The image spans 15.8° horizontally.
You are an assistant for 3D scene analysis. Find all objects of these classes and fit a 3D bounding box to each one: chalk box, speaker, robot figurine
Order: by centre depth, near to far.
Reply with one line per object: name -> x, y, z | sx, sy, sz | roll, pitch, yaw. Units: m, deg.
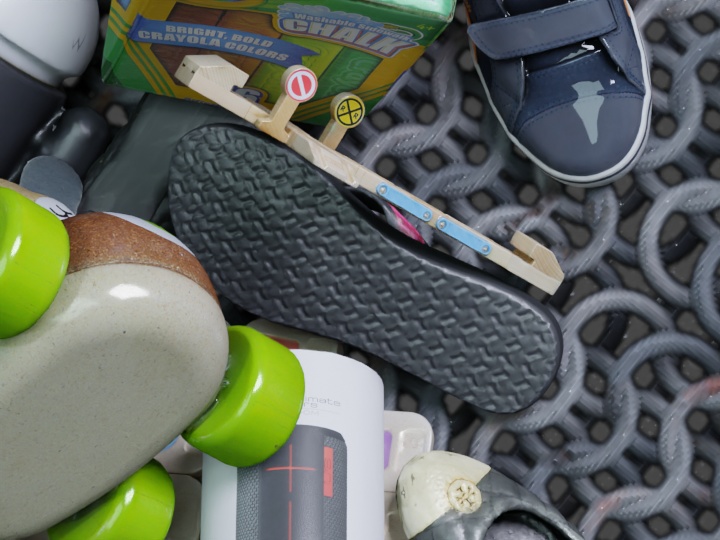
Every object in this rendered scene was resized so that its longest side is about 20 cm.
speaker -> -0.029, 0.137, 1.086 | 0.081, 0.081, 0.201 | -8, 61, 15
chalk box -> -0.026, -0.154, 1.094 | 0.124, 0.200, 0.125 | 11, 73, -12
robot figurine -> -0.209, -0.084, 1.209 | 0.200, 0.150, 0.125 | -53, 36, 5

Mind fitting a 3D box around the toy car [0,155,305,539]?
toy car -> -0.140, 0.000, 1.090 | 0.158, 0.164, 0.201 | -41, 42, 21

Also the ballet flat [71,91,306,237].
ballet flat -> -0.083, -0.053, 1.209 | 0.066, 0.057, 0.200 | 44, 90, 3

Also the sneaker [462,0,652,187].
sneaker -> 0.074, -0.136, 1.154 | 0.078, 0.079, 0.201 | -18, 80, 12

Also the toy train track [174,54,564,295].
toy train track -> 0.011, -0.048, 1.121 | 0.199, 0.115, 0.033 | 30, 94, -26

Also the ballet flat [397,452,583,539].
ballet flat -> 0.096, 0.147, 1.109 | 0.200, 0.057, 0.066 | 43, 63, 11

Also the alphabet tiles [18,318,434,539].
alphabet tiles -> -0.069, 0.112, 1.159 | 0.194, 0.015, 0.201 | 3, 63, 13

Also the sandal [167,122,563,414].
sandal -> 0.000, 0.000, 1.175 | 0.199, 0.045, 0.075 | 30, 108, 0
